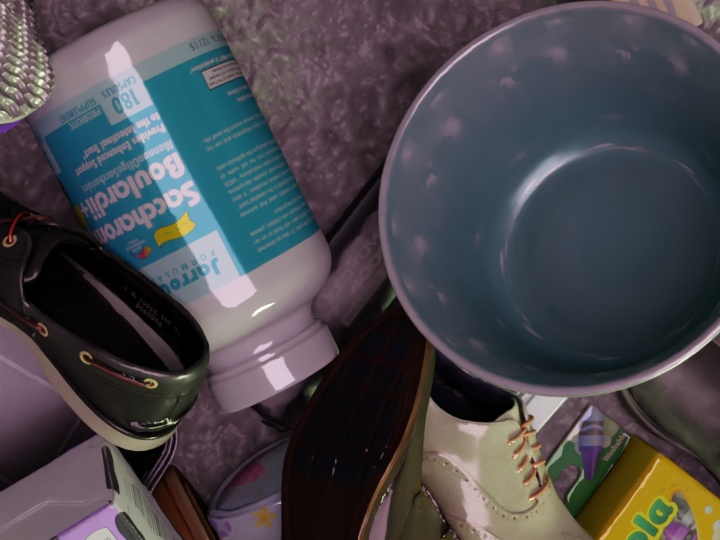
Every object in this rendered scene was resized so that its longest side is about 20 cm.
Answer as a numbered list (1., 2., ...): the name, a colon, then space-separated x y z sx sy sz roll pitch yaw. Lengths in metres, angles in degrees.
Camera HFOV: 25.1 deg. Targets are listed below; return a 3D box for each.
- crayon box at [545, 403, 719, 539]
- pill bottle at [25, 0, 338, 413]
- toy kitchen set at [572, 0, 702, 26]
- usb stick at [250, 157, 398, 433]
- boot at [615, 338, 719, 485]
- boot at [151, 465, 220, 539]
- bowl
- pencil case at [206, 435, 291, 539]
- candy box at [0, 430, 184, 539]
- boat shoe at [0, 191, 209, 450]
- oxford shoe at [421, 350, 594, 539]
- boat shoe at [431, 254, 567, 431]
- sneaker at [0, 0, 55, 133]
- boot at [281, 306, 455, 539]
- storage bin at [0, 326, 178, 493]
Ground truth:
1. crayon box: 0.178 0.188 0.937 0.200 0.052 0.126 37 90 -11
2. pill bottle: -0.086 -0.031 0.832 0.110 0.111 0.201 -28 95 -5
3. toy kitchen set: 0.054 -0.162 0.819 0.199 0.163 0.181 -28 100 -4
4. usb stick: 0.000 0.000 0.897 0.055 0.033 0.200 37 90 -4
5. boot: 0.232 0.099 0.858 0.182 0.200 0.073 40 89 -11
6. boot: -0.133 0.218 0.890 0.154 0.077 0.201 -15 106 -3
7. bowl: 0.119 -0.024 0.820 0.199 0.105 0.202 -7 71 20
8. pencil case: -0.004 0.186 0.887 0.090 0.083 0.201 -31 104 -11
9. candy box: -0.141 0.207 0.792 0.167 0.072 0.201 -31 117 1
10. boat shoe: -0.155 -0.001 0.777 0.201 0.074 0.063 40 130 8
11. oxford shoe: 0.072 0.110 0.860 0.200 0.071 0.074 41 121 -2
12. boat shoe: 0.116 0.013 0.896 0.062 0.072 0.200 37 93 -12
13. sneaker: -0.207 -0.095 0.778 0.099 0.200 0.070 -41 118 11
14. boot: 0.011 0.125 0.823 0.097 0.074 0.201 34 71 -45
15. storage bin: -0.207 0.076 0.843 0.199 0.094 0.136 32 91 -12
